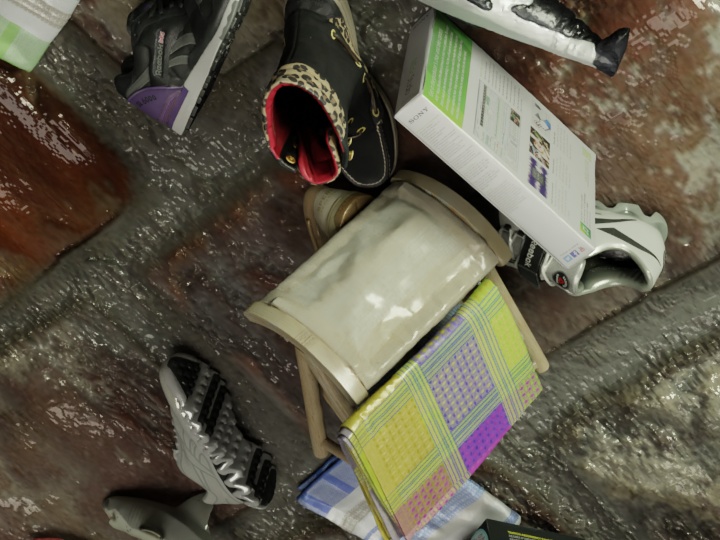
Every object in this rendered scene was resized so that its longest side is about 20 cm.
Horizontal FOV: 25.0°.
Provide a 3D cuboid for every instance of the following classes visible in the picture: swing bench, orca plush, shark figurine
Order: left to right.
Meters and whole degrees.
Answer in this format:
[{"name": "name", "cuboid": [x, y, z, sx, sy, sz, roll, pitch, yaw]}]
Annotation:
[{"name": "shark figurine", "cuboid": [-0.163, 0.285, 1.719, 0.214, 0.090, 0.128, 37, 158, -9]}, {"name": "swing bench", "cuboid": [0.036, 0.056, 1.396, 0.130, 0.199, 0.200, 25, 149, 41]}, {"name": "orca plush", "cuboid": [0.122, -0.224, 1.277, 0.200, 0.105, 0.071, 23, 90, 20]}]

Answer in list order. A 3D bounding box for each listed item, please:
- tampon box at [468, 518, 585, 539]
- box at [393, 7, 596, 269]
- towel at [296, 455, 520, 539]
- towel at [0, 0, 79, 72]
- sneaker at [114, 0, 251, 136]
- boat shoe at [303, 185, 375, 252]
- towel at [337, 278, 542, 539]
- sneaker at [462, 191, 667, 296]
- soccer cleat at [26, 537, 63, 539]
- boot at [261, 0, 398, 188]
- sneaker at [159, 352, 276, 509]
[{"name": "tampon box", "cuboid": [0.161, 0.381, 1.643, 0.126, 0.200, 0.150, 15, 129, -23]}, {"name": "box", "cuboid": [0.114, -0.109, 1.322, 0.200, 0.144, 0.036, 41, 122, -20]}, {"name": "towel", "cuboid": [0.050, 0.247, 1.685, 0.200, 0.024, 0.147, 35, 124, -17]}, {"name": "towel", "cuboid": [-0.292, -0.266, 1.338, 0.149, 0.031, 0.200, 31, 126, -14]}, {"name": "sneaker", "cuboid": [-0.148, -0.204, 1.339, 0.088, 0.076, 0.200, 27, 127, -5]}, {"name": "boat shoe", "cuboid": [0.000, 0.000, 1.482, 0.064, 0.071, 0.200, 23, 144, 37]}, {"name": "towel", "cuboid": [0.067, 0.117, 1.346, 0.023, 0.200, 0.144, 19, 145, 45]}, {"name": "sneaker", "cuboid": [0.167, -0.021, 1.419, 0.200, 0.089, 0.074, 5, 130, 8]}, {"name": "soccer cleat", "cuboid": [-0.345, 0.379, 1.826, 0.076, 0.067, 0.200, 7, 126, -3]}, {"name": "boot", "cuboid": [-0.025, -0.121, 1.330, 0.073, 0.151, 0.200, -6, 127, 14]}, {"name": "sneaker", "cuboid": [-0.160, 0.168, 1.630, 0.081, 0.075, 0.200, -8, 126, 26]}]
